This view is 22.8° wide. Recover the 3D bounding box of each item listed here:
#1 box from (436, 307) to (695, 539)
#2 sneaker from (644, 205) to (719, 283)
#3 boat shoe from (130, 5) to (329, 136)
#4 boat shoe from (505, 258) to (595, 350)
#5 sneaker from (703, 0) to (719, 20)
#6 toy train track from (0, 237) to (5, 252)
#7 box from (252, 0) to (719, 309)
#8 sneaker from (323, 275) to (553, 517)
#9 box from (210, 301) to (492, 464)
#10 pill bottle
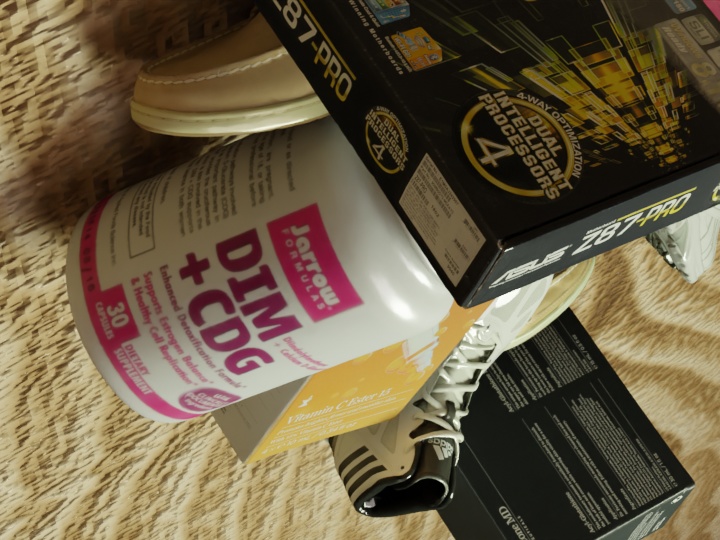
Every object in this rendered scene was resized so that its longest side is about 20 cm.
[{"bbox_3d":[0.107,0.109,1.214,0.141,0.200,0.079,-23,156,-24],"label":"box"},{"bbox_3d":[0.236,-0.058,1.225,0.099,0.078,0.200,-38,159,1],"label":"sneaker"},{"bbox_3d":[-0.014,-0.114,0.775,0.199,0.071,0.065,-25,120,-27],"label":"boat shoe"},{"bbox_3d":[0.063,0.019,1.150,0.199,0.072,0.076,-31,147,-8],"label":"boat shoe"},{"bbox_3d":[0.163,-0.109,0.866,0.199,0.079,0.095,-15,173,-39],"label":"sneaker"},{"bbox_3d":[-0.223,0.040,0.825,0.114,0.033,0.200,-16,153,-39],"label":"toy train track"},{"bbox_3d":[0.055,-0.096,0.710,0.161,0.200,0.049,-19,155,-32],"label":"box"},{"bbox_3d":[0.060,0.075,1.081,0.075,0.116,0.201,26,116,-33],"label":"sneaker"},{"bbox_3d":[0.000,0.000,0.973,0.124,0.098,0.200,-12,149,-43],"label":"box"},{"bbox_3d":[-0.025,-0.012,0.815,0.199,0.114,0.113,-22,164,24],"label":"pill bottle"}]
